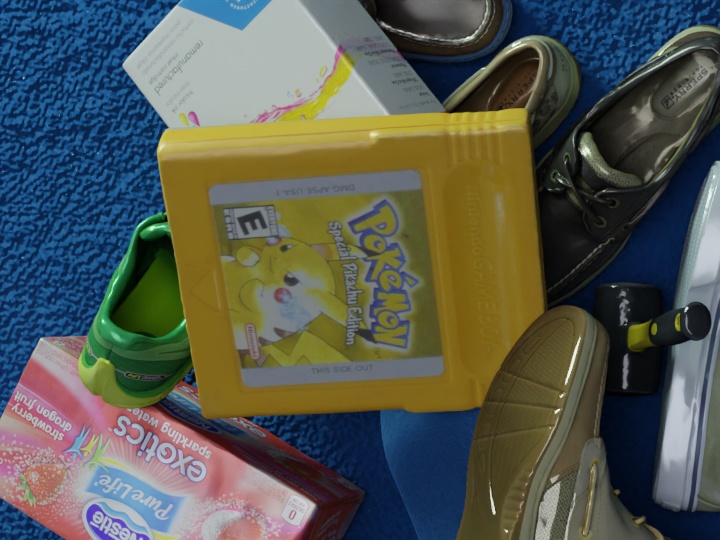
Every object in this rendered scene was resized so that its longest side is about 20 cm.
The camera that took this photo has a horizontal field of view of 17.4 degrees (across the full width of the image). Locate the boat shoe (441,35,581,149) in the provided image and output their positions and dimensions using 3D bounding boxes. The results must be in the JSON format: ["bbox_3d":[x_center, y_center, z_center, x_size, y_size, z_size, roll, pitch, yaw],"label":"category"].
[{"bbox_3d":[0.048,-0.056,1.364,0.073,0.063,0.200,37,101,14],"label":"boat shoe"}]

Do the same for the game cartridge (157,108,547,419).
[{"bbox_3d":[0.000,0.000,1.281,0.200,0.032,0.176,-3,119,10],"label":"game cartridge"}]

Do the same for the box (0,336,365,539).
[{"bbox_3d":[-0.114,0.129,1.396,0.200,0.095,0.103,30,99,16],"label":"box"}]

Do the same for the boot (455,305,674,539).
[{"bbox_3d":[0.136,0.131,1.275,0.073,0.155,0.200,-2,72,60],"label":"boot"}]

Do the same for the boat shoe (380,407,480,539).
[{"bbox_3d":[0.060,0.124,1.353,0.084,0.069,0.200,-19,67,29],"label":"boat shoe"}]

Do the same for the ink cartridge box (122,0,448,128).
[{"bbox_3d":[-0.026,-0.079,1.323,0.116,0.067,0.200,-44,77,26],"label":"ink cartridge box"}]

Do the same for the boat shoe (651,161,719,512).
[{"bbox_3d":[0.206,0.039,1.319,0.062,0.072,0.200,8,100,2],"label":"boat shoe"}]

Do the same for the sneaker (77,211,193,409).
[{"bbox_3d":[-0.090,-0.006,1.364,0.074,0.084,0.200,28,58,8],"label":"sneaker"}]

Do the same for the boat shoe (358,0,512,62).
[{"bbox_3d":[-0.009,-0.175,1.380,0.200,0.072,0.072,21,96,17],"label":"boat shoe"}]

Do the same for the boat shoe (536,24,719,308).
[{"bbox_3d":[0.139,-0.060,1.335,0.073,0.065,0.200,40,101,13],"label":"boat shoe"}]

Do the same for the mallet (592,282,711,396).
[{"bbox_3d":[0.159,0.023,1.265,0.041,0.200,0.066,2,78,-5],"label":"mallet"}]
